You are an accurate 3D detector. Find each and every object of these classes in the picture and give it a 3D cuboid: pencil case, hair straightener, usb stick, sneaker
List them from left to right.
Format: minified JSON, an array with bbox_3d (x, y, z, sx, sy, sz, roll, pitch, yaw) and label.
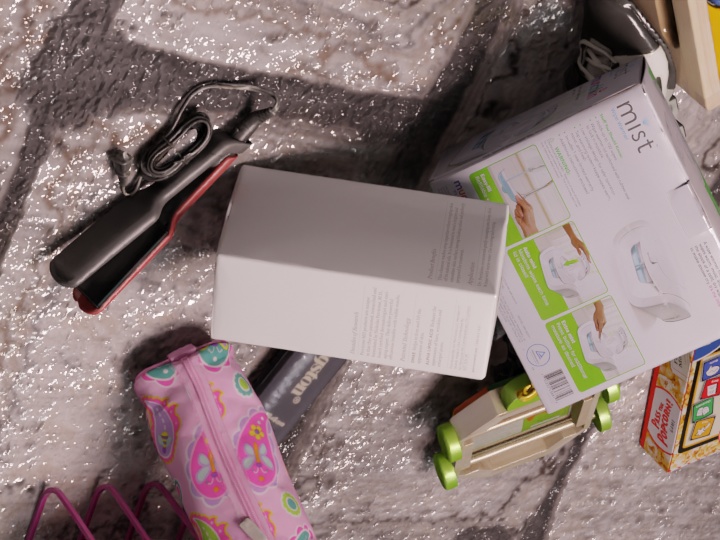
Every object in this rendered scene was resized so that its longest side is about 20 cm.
[{"bbox_3d":[-0.137,-0.059,1.581,0.200,0.041,0.077,-42,139,-2],"label":"hair straightener"},{"bbox_3d":[-0.093,0.152,1.673,0.087,0.201,0.088,-22,161,-8],"label":"pencil case"},{"bbox_3d":[-0.031,0.059,1.771,0.200,0.033,0.055,-51,139,9],"label":"usb stick"},{"bbox_3d":[0.191,-0.133,1.753,0.088,0.074,0.201,-36,138,-11],"label":"sneaker"}]

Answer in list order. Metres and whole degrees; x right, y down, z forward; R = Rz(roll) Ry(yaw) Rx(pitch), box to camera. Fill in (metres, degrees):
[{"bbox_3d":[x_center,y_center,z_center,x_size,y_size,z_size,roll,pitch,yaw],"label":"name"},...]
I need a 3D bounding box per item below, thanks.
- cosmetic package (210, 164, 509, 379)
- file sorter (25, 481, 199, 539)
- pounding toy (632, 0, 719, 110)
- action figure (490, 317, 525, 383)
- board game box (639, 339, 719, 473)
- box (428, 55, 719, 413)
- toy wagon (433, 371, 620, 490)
[{"bbox_3d":[0.000,0.000,1.616,0.198,0.113,0.082,8,128,5],"label":"cosmetic package"},{"bbox_3d":[-0.150,0.239,1.759,0.199,0.126,0.140,0,125,-37],"label":"file sorter"},{"bbox_3d":[0.308,-0.218,1.722,0.183,0.142,0.201,-32,138,-12],"label":"pounding toy"},{"bbox_3d":[0.130,0.044,1.837,0.192,0.105,0.201,-8,127,-21],"label":"action figure"},{"bbox_3d":[0.336,0.074,2.063,0.151,0.046,0.201,-18,133,-27],"label":"board game box"},{"bbox_3d":[0.174,-0.026,1.698,0.175,0.097,0.201,-26,102,15],"label":"box"},{"bbox_3d":[0.136,0.118,1.889,0.154,0.040,0.200,-20,157,-9],"label":"toy wagon"}]
